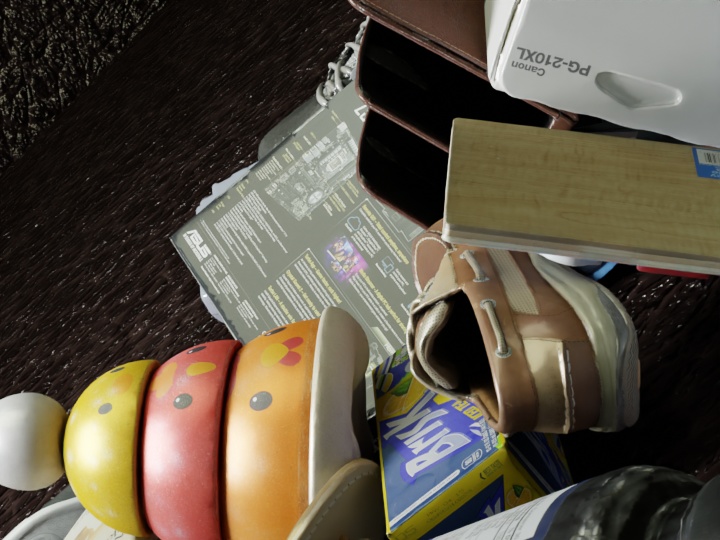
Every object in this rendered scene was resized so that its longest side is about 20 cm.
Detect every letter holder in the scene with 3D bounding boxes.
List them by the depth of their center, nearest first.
[{"bbox_3d":[0.044,-0.121,1.123,0.101,0.142,0.200,-57,6,31],"label":"letter holder"}]

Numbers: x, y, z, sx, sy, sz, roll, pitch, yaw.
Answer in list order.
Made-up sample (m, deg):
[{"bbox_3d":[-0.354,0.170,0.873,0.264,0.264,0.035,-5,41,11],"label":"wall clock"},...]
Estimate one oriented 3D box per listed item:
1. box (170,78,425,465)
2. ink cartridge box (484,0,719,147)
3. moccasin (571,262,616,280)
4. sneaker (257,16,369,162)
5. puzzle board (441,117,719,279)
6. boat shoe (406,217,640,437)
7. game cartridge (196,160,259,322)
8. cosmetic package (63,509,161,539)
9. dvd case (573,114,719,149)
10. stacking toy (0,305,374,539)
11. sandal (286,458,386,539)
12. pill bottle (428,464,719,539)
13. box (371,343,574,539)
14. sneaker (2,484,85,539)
[{"bbox_3d":[0.000,0.000,1.171,0.160,0.044,0.200,-40,51,3],"label":"box"},{"bbox_3d":[0.142,-0.158,1.065,0.200,0.144,0.084,-87,13,-55],"label":"ink cartridge box"},{"bbox_3d":[0.115,-0.048,1.175,0.080,0.068,0.200,-46,13,7],"label":"moccasin"},{"bbox_3d":[0.003,-0.146,1.256,0.200,0.116,0.075,-33,34,1],"label":"sneaker"},{"bbox_3d":[0.138,-0.028,0.927,0.151,0.200,0.017,-79,-4,-68],"label":"puzzle board"},{"bbox_3d":[0.054,0.020,0.912,0.072,0.076,0.200,-13,17,-14],"label":"boat shoe"},{"bbox_3d":[-0.009,-0.043,1.275,0.200,0.041,0.133,-26,32,13],"label":"game cartridge"},{"bbox_3d":[-0.119,0.181,1.068,0.105,0.071,0.200,-53,13,7],"label":"cosmetic package"},{"bbox_3d":[0.191,-0.103,1.120,0.146,0.022,0.200,-2,30,20],"label":"dvd case"},{"bbox_3d":[-0.095,0.090,1.015,0.200,0.146,0.146,0,22,4],"label":"stacking toy"},{"bbox_3d":[-0.016,0.183,0.899,0.070,0.078,0.212,14,58,34],"label":"sandal"},{"bbox_3d":[0.075,0.131,0.692,0.200,0.112,0.112,-27,20,41],"label":"pill bottle"},{"bbox_3d":[0.052,0.084,0.972,0.070,0.064,0.200,-38,16,10],"label":"box"},{"bbox_3d":[-0.169,0.158,1.311,0.200,0.071,0.099,-39,12,-17],"label":"sneaker"}]
